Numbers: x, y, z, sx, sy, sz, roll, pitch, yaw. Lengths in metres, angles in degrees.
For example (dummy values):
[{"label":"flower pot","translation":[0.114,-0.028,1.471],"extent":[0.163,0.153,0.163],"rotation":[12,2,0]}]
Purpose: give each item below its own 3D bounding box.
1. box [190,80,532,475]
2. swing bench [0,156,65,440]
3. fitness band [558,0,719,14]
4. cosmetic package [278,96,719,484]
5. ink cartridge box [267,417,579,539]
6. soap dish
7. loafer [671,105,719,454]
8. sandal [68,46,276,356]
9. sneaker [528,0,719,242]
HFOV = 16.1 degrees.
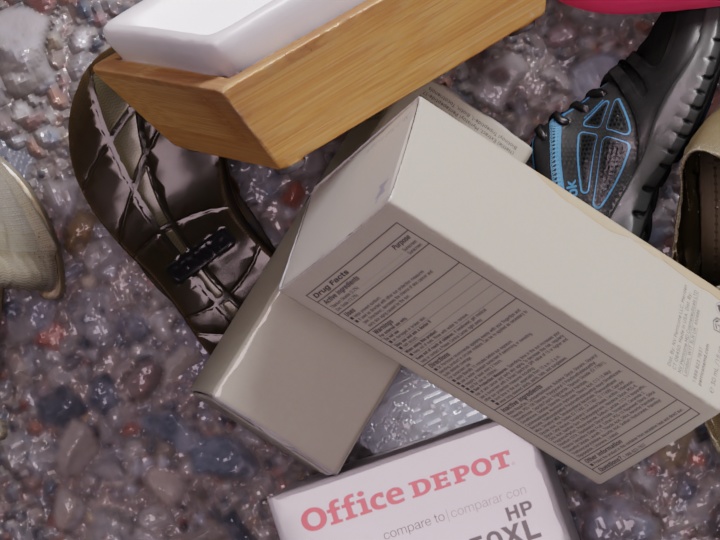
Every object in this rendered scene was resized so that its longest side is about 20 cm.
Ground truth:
[{"label":"box","translation":[0.000,0.000,1.315],"extent":[0.082,0.068,0.200],"rotation":[35,83,-13]},{"label":"swing bench","translation":[-0.237,0.023,1.298],"extent":[0.130,0.199,0.200],"rotation":[25,92,6]},{"label":"fitness band","translation":[0.167,-0.201,1.311],"extent":[0.200,0.037,0.144],"rotation":[-6,61,7]},{"label":"cosmetic package","translation":[0.074,0.013,1.240],"extent":[0.200,0.104,0.073],"rotation":[33,50,-18]},{"label":"ink cartridge box","translation":[0.052,0.186,1.320],"extent":[0.144,0.084,0.200],"rotation":[-19,86,5]},{"label":"soap dish","translation":[-0.016,-0.126,1.276],"extent":[0.200,0.157,0.081],"rotation":[-31,111,-21]},{"label":"loafer","translation":[0.190,0.014,1.297],"extent":[0.076,0.067,0.200],"rotation":[-1,100,44]},{"label":"sandal","translation":[-0.086,-0.030,1.360],"extent":[0.082,0.055,0.200],"rotation":[-34,100,9]},{"label":"sneaker","translation":[0.131,-0.073,1.324],"extent":[0.082,0.073,0.200],"rotation":[25,89,11]}]
